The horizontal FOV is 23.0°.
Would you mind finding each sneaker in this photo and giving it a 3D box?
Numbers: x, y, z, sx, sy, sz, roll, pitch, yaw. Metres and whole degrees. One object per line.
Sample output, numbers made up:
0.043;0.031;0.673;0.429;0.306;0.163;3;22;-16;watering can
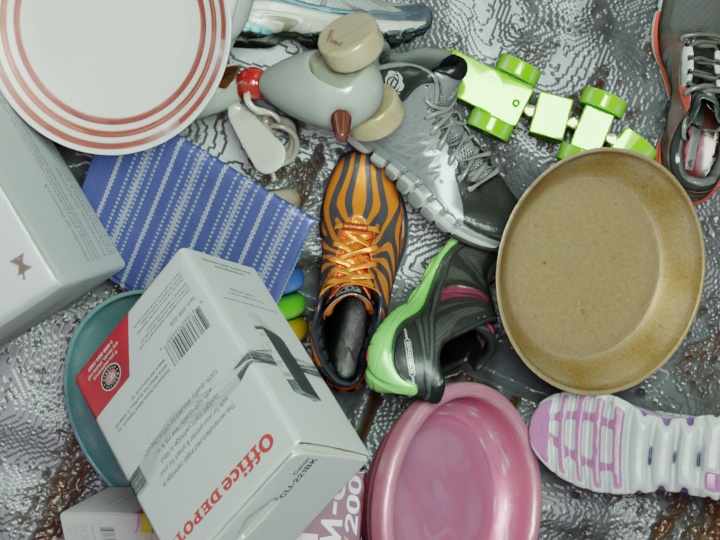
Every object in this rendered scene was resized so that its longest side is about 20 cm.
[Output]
0.239;0.147;1.457;0.200;0.088;0.081;8;87;10;sneaker
-0.039;-0.228;1.447;0.200;0.078;0.086;4;86;-3;sneaker
0.000;0.000;1.427;0.078;0.112;0.200;1;89;2;sneaker
0.072;-0.109;1.417;0.200;0.075;0.116;38;129;7;sneaker
0.077;0.041;1.415;0.084;0.077;0.200;25;49;15;sneaker
0.285;-0.154;1.457;0.077;0.082;0.200;-1;90;-3;sneaker

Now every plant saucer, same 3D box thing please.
0.069;0.189;1.418;0.051;0.200;0.201;-1;90;42;plant saucer
0.188;0.000;1.428;0.200;0.035;0.200;-3;97;-26;plant saucer
-0.147;0.106;1.425;0.200;0.036;0.200;9;111;25;plant saucer

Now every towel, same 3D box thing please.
-0.141;-0.032;1.413;0.200;0.024;0.145;32;116;15;towel

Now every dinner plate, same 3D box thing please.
-0.193;-0.188;1.348;0.200;0.024;0.200;2;100;12;dinner plate

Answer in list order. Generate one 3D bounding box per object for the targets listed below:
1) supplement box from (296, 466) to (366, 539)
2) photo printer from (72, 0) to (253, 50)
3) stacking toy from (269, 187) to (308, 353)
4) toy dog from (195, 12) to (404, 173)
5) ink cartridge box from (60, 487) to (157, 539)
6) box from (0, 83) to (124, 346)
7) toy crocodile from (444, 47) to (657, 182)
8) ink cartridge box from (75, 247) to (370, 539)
-0.031;0.195;1.383;0.061;0.200;0.109;5;90;-1;supplement box
-0.151;-0.273;1.378;0.166;0.069;0.200;17;103;2;photo printer
-0.076;0.036;1.445;0.085;0.085;0.200;-10;94;-3;stacking toy
-0.060;-0.125;1.376;0.200;0.096;0.132;-23;123;36;toy dog
-0.132;0.235;1.388;0.200;0.067;0.117;-3;101;34;ink cartridge box
-0.331;-0.030;1.366;0.199;0.171;0.200;-31;91;11;box
0.153;-0.129;1.468;0.200;0.062;0.068;22;89;2;toy crocodile
-0.103;0.107;1.283;0.144;0.084;0.200;-49;52;21;ink cartridge box
